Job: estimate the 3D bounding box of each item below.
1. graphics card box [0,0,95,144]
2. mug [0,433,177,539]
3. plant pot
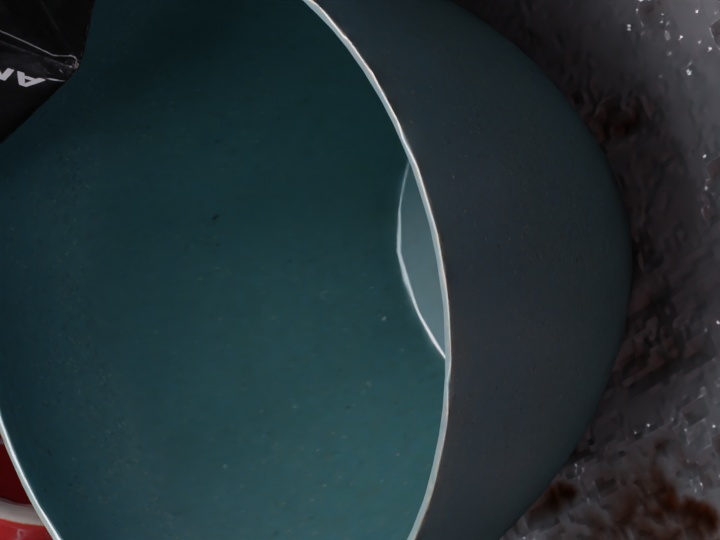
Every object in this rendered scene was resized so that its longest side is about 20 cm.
[{"bbox_3d":[-0.124,-0.085,0.864,0.200,0.051,0.126,-30,44,59],"label":"graphics card box"},{"bbox_3d":[-0.122,0.106,0.989,0.134,0.177,0.200,58,138,35],"label":"mug"},{"bbox_3d":[0.000,0.000,0.862,0.200,0.134,0.201,12,106,44],"label":"plant pot"}]
